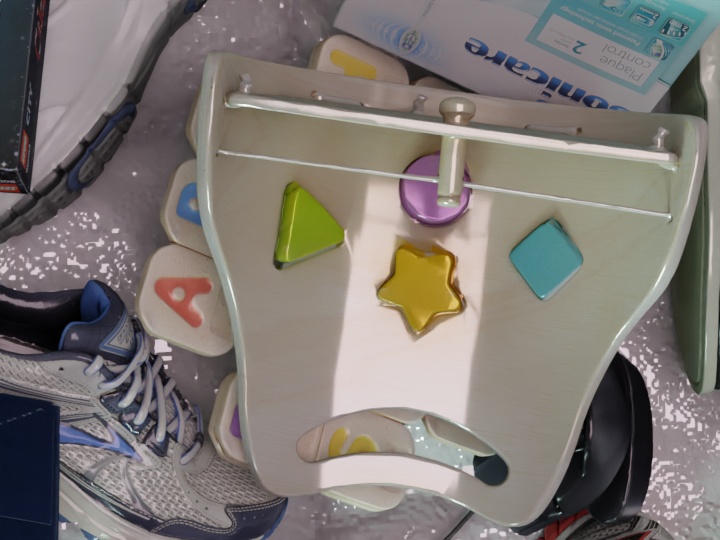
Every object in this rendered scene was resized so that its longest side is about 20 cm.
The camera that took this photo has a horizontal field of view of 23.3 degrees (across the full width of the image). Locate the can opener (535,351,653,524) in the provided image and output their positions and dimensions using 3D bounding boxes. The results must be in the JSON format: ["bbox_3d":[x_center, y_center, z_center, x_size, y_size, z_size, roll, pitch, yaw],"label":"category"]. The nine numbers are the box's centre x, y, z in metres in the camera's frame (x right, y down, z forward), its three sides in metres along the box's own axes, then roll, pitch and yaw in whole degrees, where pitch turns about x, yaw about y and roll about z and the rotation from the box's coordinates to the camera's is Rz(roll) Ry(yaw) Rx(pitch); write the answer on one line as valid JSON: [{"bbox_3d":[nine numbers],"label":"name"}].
[{"bbox_3d":[0.090,0.017,0.802,0.063,0.079,0.202,-10,77,23],"label":"can opener"}]

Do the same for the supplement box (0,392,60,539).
[{"bbox_3d":[-0.231,0.151,0.663,0.198,0.134,0.201,12,114,-15],"label":"supplement box"}]

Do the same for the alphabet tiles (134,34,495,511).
[{"bbox_3d":[0.000,0.000,0.782,0.195,0.015,0.202,23,72,-26],"label":"alphabet tiles"}]

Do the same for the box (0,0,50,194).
[{"bbox_3d":[-0.194,-0.136,0.709,0.135,0.038,0.202,4,78,-3],"label":"box"}]

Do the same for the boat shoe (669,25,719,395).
[{"bbox_3d":[0.185,-0.042,0.832,0.065,0.075,0.201,0,84,-5],"label":"boat shoe"}]

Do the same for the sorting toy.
[{"bbox_3d":[0.025,0.013,0.728,0.198,0.107,0.182,8,94,-1],"label":"sorting toy"}]

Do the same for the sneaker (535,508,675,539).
[{"bbox_3d":[0.082,0.197,0.809,0.078,0.082,0.201,32,85,-14],"label":"sneaker"}]

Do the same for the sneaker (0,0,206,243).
[{"bbox_3d":[-0.127,-0.103,0.758,0.087,0.075,0.201,30,78,-2],"label":"sneaker"}]

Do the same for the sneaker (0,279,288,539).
[{"bbox_3d":[-0.113,0.055,0.740,0.199,0.077,0.085,26,116,-15],"label":"sneaker"}]

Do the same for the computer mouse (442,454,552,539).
[{"bbox_3d":[0.055,0.116,0.824,0.200,0.034,0.059,-39,102,-10],"label":"computer mouse"}]

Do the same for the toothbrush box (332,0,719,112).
[{"bbox_3d":[0.093,-0.160,0.726,0.146,0.200,0.086,24,54,-8],"label":"toothbrush box"}]
